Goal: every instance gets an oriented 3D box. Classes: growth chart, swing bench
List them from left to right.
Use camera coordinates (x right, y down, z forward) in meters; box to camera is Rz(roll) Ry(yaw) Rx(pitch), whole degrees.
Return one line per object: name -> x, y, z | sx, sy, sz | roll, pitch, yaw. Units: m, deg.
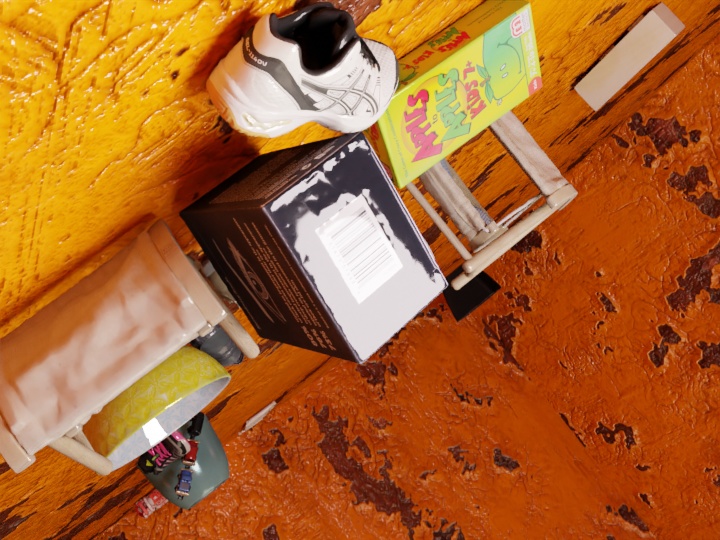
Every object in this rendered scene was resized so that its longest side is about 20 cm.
swing bench -> -0.216, 0.068, 0.723 | 0.198, 0.130, 0.200 | -36, 166, -7
growth chart -> -0.368, 0.529, 2.908 | 0.144, 0.018, 0.200 | -35, 171, -26
swing bench -> 0.143, -0.121, 1.018 | 0.199, 0.199, 0.130 | -37, 171, -7

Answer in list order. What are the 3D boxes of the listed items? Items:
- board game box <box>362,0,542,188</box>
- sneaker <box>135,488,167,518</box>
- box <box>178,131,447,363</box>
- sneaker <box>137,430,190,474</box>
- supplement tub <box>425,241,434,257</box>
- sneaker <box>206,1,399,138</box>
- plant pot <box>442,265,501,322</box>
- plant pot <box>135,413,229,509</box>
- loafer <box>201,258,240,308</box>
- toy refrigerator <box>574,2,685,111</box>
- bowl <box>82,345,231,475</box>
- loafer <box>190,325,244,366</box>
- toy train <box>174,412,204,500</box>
board game box -> 0.092, -0.183, 0.823 | 0.199, 0.048, 0.102 | -37, 135, -14
sneaker -> -0.660, 0.741, 2.626 | 0.108, 0.067, 0.201 | -33, 173, -47
box -> -0.047, -0.020, 0.683 | 0.104, 0.149, 0.199 | -39, -159, -22
sneaker -> -0.430, 0.394, 1.743 | 0.087, 0.074, 0.200 | -40, 179, -36
supplement tub -> 0.000, 0.000, 1.241 | 0.199, 0.145, 0.145 | -37, 171, -4
sneaker -> -0.018, -0.152, 0.598 | 0.088, 0.076, 0.200 | -45, 170, 38
plant pot -> 0.451, 0.075, 3.410 | 0.200, 0.178, 0.199 | -40, 172, 20
plant pot -> -0.409, 0.470, 1.941 | 0.200, 0.161, 0.201 | -37, 172, -6
loafer -> -0.142, 0.020, 0.997 | 0.075, 0.070, 0.200 | -39, 171, 4
toy refrigerator -> 0.493, -0.395, 1.497 | 0.076, 0.070, 0.200 | -39, 175, -47
bowl -> -0.272, 0.150, 1.012 | 0.200, 0.108, 0.200 | -37, 172, -6
loafer -> -0.203, 0.104, 1.185 | 0.068, 0.071, 0.201 | -37, 171, -6
toy train -> -0.374, 0.405, 1.786 | 0.046, 0.034, 0.201 | -44, -147, 50
